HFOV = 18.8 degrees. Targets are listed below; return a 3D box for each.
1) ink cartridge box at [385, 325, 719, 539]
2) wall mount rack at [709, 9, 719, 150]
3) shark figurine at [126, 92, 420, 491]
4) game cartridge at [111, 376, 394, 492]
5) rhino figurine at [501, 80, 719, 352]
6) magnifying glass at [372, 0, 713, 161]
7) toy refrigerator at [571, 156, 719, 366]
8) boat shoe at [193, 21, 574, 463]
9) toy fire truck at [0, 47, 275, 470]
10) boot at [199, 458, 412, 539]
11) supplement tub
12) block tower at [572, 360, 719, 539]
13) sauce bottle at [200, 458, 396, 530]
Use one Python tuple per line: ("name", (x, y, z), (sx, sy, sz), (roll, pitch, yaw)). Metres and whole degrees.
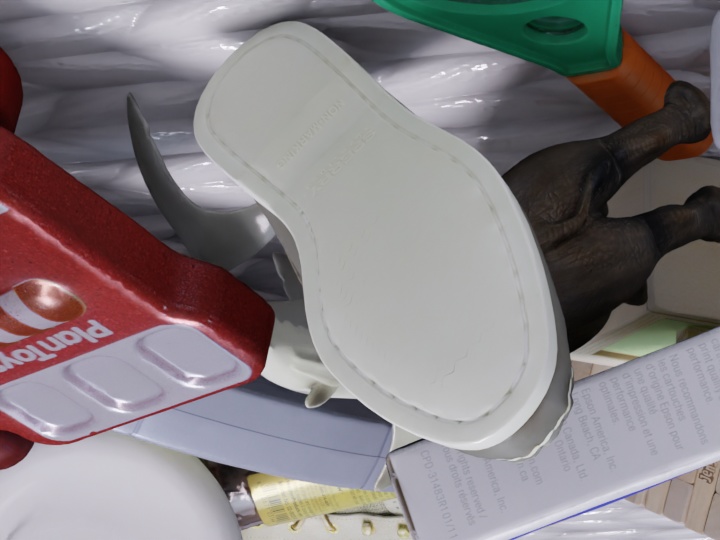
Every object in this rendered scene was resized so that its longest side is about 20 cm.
("ink cartridge box", (0.128, 0.035, 0.691), (0.199, 0.047, 0.198), (-23, 171, 15))
("wall mount rack", (0.200, -0.045, 0.665), (0.173, 0.075, 0.200), (-5, 161, 15))
("shark figurine", (-0.019, 0.008, 0.838), (0.214, 0.090, 0.128), (11, 118, -44))
("game cartridge", (-0.067, 0.041, 0.913), (0.199, 0.041, 0.133), (17, -172, -37))
("rhino figurine", (0.055, 0.006, 0.748), (0.087, 0.060, 0.200), (-29, 171, -23))
("magnifying glass", (0.064, -0.077, 0.676), (0.079, 0.022, 0.200), (-8, 157, 28))
("toy refrigerator", (0.182, 0.013, 0.847), (0.199, 0.070, 0.076), (10, 160, -21))
("boat shoe", (0.014, -0.006, 0.651), (0.072, 0.202, 0.060), (-43, 130, 5))
("toy fire truck", (-0.151, 0.017, 0.750), (0.200, 0.112, 0.168), (-22, 134, 35))
("boot", (-0.040, 0.122, 1.201), (0.154, 0.072, 0.200), (-8, 164, 29))
("supplement tub", (-0.136, 0.131, 0.991), (0.144, 0.145, 0.200), (7, 179, -13))
("block tower", (0.120, 0.064, 0.885), (0.058, 0.054, 0.200), (4, -167, -46))
("sauce bottle", (0.027, 0.074, 1.023), (0.199, 0.065, 0.065), (-11, 160, 5))
